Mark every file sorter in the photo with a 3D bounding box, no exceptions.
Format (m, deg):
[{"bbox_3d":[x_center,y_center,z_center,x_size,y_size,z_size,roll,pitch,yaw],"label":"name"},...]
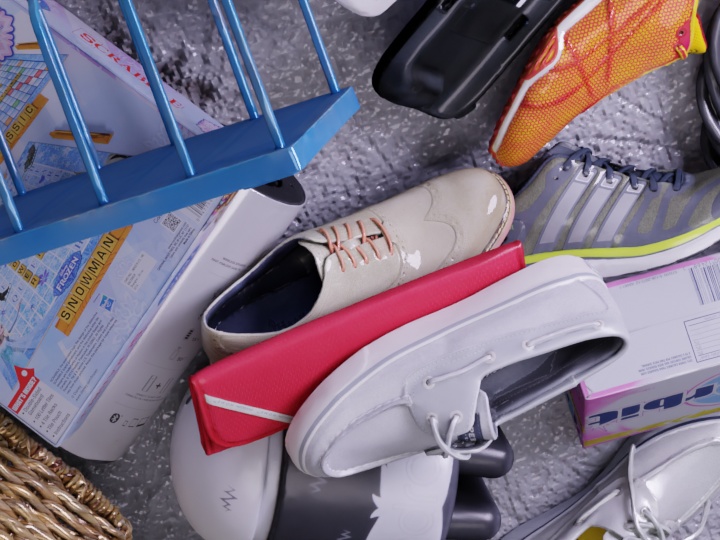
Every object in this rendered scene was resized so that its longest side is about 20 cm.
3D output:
[{"bbox_3d":[-0.124,-0.091,1.095,0.199,0.139,0.123,-16,103,16],"label":"file sorter"}]

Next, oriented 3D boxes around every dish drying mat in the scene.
[{"bbox_3d":[0.002,0.045,1.236,0.199,0.018,0.077,-21,140,-11],"label":"dish drying mat"}]

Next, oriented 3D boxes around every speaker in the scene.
[{"bbox_3d":[-0.116,0.012,1.279,0.081,0.081,0.200,29,110,-21],"label":"speaker"}]

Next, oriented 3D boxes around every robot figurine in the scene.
[{"bbox_3d":[-0.014,0.112,1.324,0.199,0.151,0.125,6,158,-11],"label":"robot figurine"}]

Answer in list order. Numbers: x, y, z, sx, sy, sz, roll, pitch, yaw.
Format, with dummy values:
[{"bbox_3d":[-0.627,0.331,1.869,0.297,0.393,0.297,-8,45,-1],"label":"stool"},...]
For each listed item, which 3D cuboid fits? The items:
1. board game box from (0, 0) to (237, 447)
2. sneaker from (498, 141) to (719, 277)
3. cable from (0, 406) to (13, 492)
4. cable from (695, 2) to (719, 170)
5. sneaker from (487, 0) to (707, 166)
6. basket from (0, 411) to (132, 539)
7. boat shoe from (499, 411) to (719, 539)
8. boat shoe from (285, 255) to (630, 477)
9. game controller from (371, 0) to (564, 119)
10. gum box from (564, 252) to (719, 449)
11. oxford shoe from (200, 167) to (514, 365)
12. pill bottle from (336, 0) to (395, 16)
[{"bbox_3d":[-0.189,-0.041,1.221,0.199,0.041,0.200,37,108,2],"label":"board game box"},{"bbox_3d":[0.142,-0.039,1.285,0.199,0.074,0.081,-17,99,10],"label":"sneaker"},{"bbox_3d":[-0.305,0.120,1.314,0.200,0.069,0.200,-34,117,10],"label":"cable"},{"bbox_3d":[0.273,-0.125,1.286,0.162,0.051,0.201,-7,122,1],"label":"cable"},{"bbox_3d":[0.147,-0.128,1.240,0.077,0.073,0.200,41,108,-3],"label":"sneaker"},{"bbox_3d":[-0.256,0.164,1.272,0.200,0.149,0.142,41,137,-24],"label":"basket"},{"bbox_3d":[0.167,0.164,1.394,0.202,0.086,0.075,-34,117,10],"label":"boat shoe"},{"bbox_3d":[0.056,0.068,1.226,0.199,0.069,0.072,-25,140,-8],"label":"boat shoe"},{"bbox_3d":[0.087,-0.164,1.214,0.200,0.042,0.104,-49,149,16],"label":"game controller"},{"bbox_3d":[0.218,0.037,1.314,0.199,0.066,0.114,-15,160,0],"label":"gum box"},{"bbox_3d":[0.000,0.000,1.246,0.200,0.071,0.074,-35,154,-7],"label":"oxford shoe"},{"bbox_3d":[0.038,-0.237,1.154,0.200,0.111,0.111,-43,115,14],"label":"pill bottle"}]
